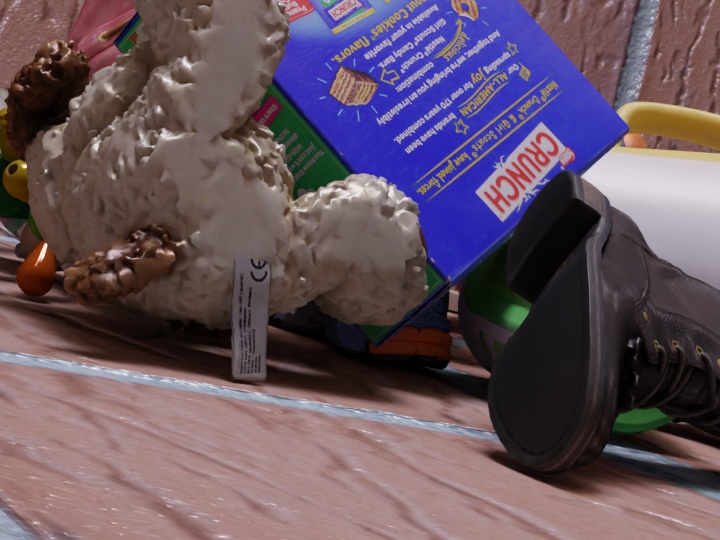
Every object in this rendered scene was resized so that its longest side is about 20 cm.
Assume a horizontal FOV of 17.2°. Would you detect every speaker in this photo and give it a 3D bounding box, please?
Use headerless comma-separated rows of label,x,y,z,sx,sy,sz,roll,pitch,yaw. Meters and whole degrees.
speaker,0.106,0.027,1.168,0.088,0.089,0.200,11,4,-12

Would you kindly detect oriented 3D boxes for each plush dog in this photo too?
plush dog,-0.090,-0.027,1.081,0.200,0.160,0.172,55,-23,-13

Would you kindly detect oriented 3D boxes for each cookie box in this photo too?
cookie box,0.008,-0.090,1.180,0.200,0.075,0.171,49,48,3

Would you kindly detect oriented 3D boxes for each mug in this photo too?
mug,0.169,-0.007,1.343,0.153,0.150,0.187,12,14,3

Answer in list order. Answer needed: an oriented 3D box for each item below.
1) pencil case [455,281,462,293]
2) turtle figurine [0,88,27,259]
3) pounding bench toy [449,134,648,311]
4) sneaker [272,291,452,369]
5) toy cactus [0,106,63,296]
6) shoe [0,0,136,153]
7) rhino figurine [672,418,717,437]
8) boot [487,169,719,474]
pencil case,0.087,-0.043,1.571,0.083,0.086,0.200,60,-6,33
turtle figurine,-0.235,-0.062,1.389,0.200,0.101,0.150,4,7,-27
pounding bench toy,0.159,-0.035,1.766,0.124,0.156,0.200,14,3,24
sneaker,0.000,0.000,1.283,0.075,0.079,0.200,11,4,-29
toy cactus,-0.138,-0.020,1.238,0.200,0.102,0.165,8,-14,-22
shoe,-0.135,-0.098,1.271,0.071,0.091,0.200,21,-29,-27
rhino figurine,0.212,0.062,1.162,0.087,0.060,0.200,-6,14,-33
boot,0.144,0.047,0.987,0.174,0.069,0.200,32,31,-13
